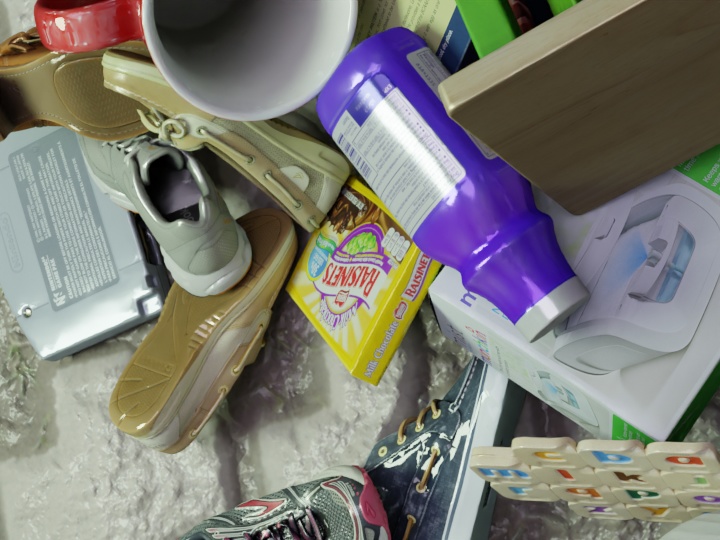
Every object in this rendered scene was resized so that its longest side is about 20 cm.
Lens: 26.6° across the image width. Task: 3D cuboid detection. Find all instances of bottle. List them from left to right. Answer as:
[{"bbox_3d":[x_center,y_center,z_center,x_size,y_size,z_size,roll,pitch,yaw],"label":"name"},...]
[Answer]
[{"bbox_3d":[0.058,-0.049,0.909,0.200,0.065,0.084,52,139,12],"label":"bottle"}]

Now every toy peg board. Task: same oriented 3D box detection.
[{"bbox_3d":[0.156,-0.141,0.839,0.199,0.199,0.098,-28,65,19],"label":"toy peg board"}]

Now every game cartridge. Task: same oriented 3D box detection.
[{"bbox_3d":[-0.234,-0.038,1.206,0.133,0.040,0.201,-22,78,16],"label":"game cartridge"}]

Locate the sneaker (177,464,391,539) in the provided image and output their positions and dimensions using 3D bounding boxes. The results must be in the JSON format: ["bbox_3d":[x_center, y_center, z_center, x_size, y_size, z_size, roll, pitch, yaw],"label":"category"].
[{"bbox_3d":[-0.057,0.194,1.059,0.200,0.074,0.081,-29,74,40],"label":"sneaker"}]

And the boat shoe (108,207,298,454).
[{"bbox_3d":[-0.107,0.046,1.128,0.074,0.069,0.200,24,73,40],"label":"boat shoe"}]

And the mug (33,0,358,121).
[{"bbox_3d":[-0.114,-0.191,0.975,0.134,0.177,0.200,-69,25,13],"label":"mug"}]

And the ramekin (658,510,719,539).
[{"bbox_3d":[0.243,0.237,0.907,0.199,0.098,0.202,1,88,-20],"label":"ramekin"}]

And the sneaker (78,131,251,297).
[{"bbox_3d":[-0.149,-0.076,1.109,0.076,0.092,0.200,-35,58,-14],"label":"sneaker"}]

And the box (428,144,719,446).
[{"bbox_3d":[0.172,-0.005,0.972,0.176,0.097,0.200,34,78,18],"label":"box"}]

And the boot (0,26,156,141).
[{"bbox_3d":[-0.212,-0.146,1.138,0.199,0.155,0.077,-17,113,8],"label":"boot"}]

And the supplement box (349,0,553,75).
[{"bbox_3d":[0.051,-0.210,0.997,0.134,0.200,0.200,-27,71,-24],"label":"supplement box"}]

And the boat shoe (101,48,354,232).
[{"bbox_3d":[-0.096,-0.091,1.059,0.073,0.200,0.063,32,95,56],"label":"boat shoe"}]

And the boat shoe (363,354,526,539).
[{"bbox_3d":[0.055,0.115,1.053,0.090,0.071,0.201,15,93,19],"label":"boat shoe"}]

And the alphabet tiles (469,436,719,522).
[{"bbox_3d":[0.173,0.129,0.942,0.199,0.196,0.015,0,70,23],"label":"alphabet tiles"}]

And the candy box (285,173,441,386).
[{"bbox_3d":[0.000,0.000,1.038,0.026,0.200,0.103,23,97,-20],"label":"candy box"}]
